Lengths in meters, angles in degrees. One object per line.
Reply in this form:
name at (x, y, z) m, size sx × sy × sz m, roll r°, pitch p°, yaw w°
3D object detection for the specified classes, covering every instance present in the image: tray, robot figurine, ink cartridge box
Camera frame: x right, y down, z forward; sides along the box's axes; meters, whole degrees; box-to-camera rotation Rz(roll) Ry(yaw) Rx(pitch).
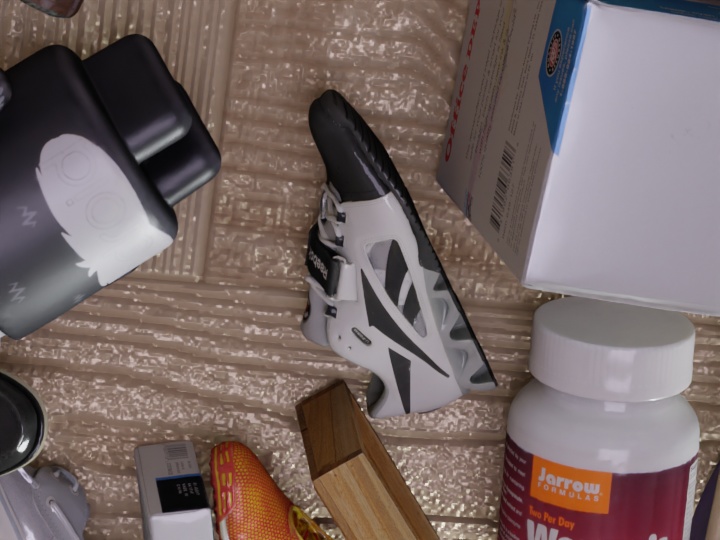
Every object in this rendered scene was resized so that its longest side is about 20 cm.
tray at (0.028, 0.167, 1.429) m, size 0.037 × 0.099 × 0.201 m, roll -29°, pitch 112°, yaw 5°
robot figurine at (-0.175, -0.039, 1.318) m, size 0.199 × 0.125 × 0.151 m, roll -32°, pitch 105°, yaw 2°
ink cartridge box at (0.139, -0.080, 1.315) m, size 0.144 × 0.200 × 0.148 m, roll 8°, pitch 107°, yaw -14°
ink cartridge box at (-0.097, 0.206, 1.424) m, size 0.039 × 0.100 × 0.201 m, roll -6°, pitch 110°, yaw -9°

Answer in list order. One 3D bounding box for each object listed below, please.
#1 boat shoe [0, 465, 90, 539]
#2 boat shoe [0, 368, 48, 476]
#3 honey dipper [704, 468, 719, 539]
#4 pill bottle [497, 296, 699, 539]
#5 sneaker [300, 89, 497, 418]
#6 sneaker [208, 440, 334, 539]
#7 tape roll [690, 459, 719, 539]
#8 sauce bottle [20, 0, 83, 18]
boat shoe at (-0.179, 0.146, 1.411) m, size 0.068 × 0.072 × 0.201 m, roll -34°, pitch 100°, yaw -27°
boat shoe at (-0.266, 0.072, 1.335) m, size 0.200 × 0.063 × 0.074 m, roll 10°, pitch 89°, yaw 7°
honey dipper at (0.213, 0.097, 1.434) m, size 0.038 × 0.038 × 0.201 m, roll 15°, pitch 82°, yaw -14°
pill bottle at (0.133, 0.123, 1.430) m, size 0.109 × 0.110 × 0.201 m, roll 0°, pitch 108°, yaw -10°
sneaker at (0.000, 0.000, 1.384) m, size 0.088 × 0.074 × 0.201 m, roll -23°, pitch 115°, yaw 3°
sneaker at (-0.030, 0.169, 1.437) m, size 0.077 × 0.073 × 0.201 m, roll -20°, pitch 122°, yaw 12°
tape roll at (0.254, 0.178, 1.421) m, size 0.085 × 0.200 × 0.201 m, roll 19°, pitch 104°, yaw -14°
sauce bottle at (-0.124, -0.226, 1.293) m, size 0.065 × 0.065 × 0.201 m, roll 29°, pitch 103°, yaw -17°
